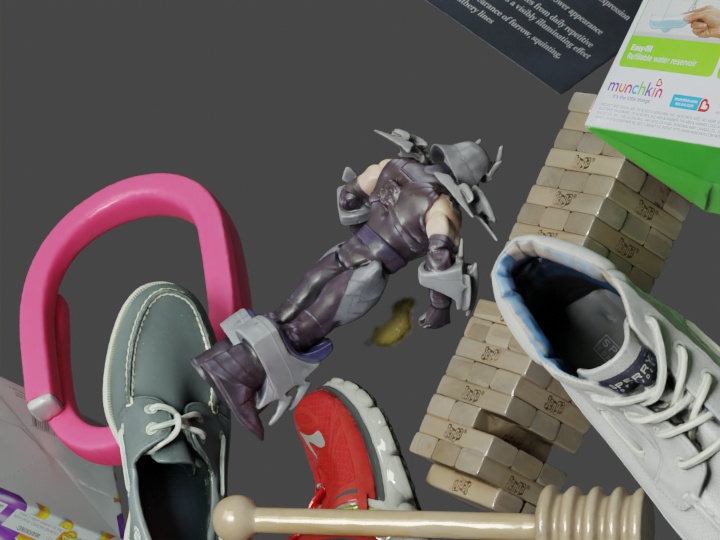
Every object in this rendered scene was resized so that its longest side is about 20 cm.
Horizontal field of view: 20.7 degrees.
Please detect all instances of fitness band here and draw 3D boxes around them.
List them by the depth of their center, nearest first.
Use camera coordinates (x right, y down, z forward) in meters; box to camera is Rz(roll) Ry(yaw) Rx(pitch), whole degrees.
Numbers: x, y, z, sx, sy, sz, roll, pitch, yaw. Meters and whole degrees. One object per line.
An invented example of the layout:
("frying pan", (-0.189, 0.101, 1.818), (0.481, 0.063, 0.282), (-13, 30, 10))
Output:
("fitness band", (-0.135, 0.025, 1.181), (0.143, 0.037, 0.200), (-25, 47, 13))

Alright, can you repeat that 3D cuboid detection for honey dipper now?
("honey dipper", (0.029, 0.111, 0.873), (0.200, 0.038, 0.038), (1, 62, 18))

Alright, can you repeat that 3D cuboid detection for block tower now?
("block tower", (0.094, 0.018, 0.925), (0.058, 0.054, 0.200), (15, 78, 53))

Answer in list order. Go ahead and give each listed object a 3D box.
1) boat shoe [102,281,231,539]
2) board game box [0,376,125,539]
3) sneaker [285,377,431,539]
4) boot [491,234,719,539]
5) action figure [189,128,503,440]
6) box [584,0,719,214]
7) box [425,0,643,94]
("boat shoe", (-0.096, 0.099, 1.058), (0.062, 0.073, 0.200), (149, 123, -63))
("board game box", (-0.248, 0.172, 1.193), (0.200, 0.105, 0.103), (-44, 38, 22))
("sneaker", (-0.011, 0.128, 0.929), (0.085, 0.077, 0.200), (-16, 41, -5))
("boot", (0.125, 0.060, 0.798), (0.074, 0.096, 0.200), (-50, 47, 4))
("action figure", (0.000, 0.000, 1.041), (0.200, 0.069, 0.130), (-42, 27, -2))
("box", (0.219, -0.108, 0.823), (0.200, 0.097, 0.177), (15, 77, 54))
("box", (0.118, -0.208, 0.975), (0.200, 0.148, 0.107), (-35, 42, 31))
